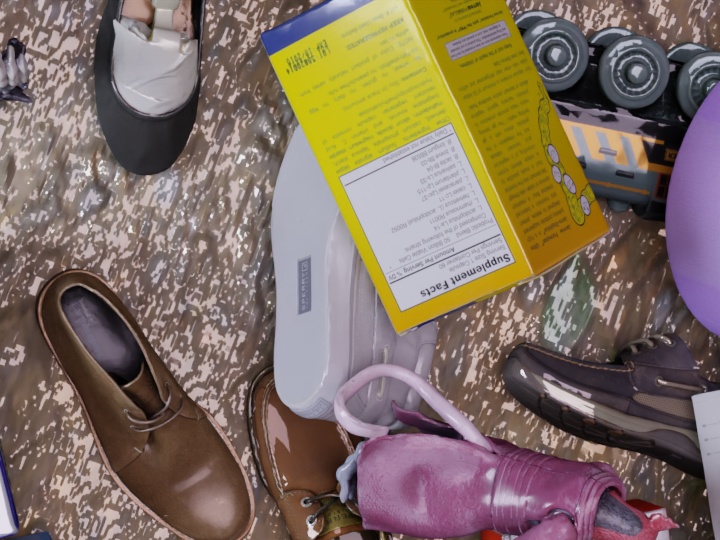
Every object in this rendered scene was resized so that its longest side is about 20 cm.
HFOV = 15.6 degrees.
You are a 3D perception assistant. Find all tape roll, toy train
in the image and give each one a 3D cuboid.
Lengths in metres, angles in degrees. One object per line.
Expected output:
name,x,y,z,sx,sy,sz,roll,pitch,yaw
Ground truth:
tape roll,0.285,-0.042,1.635,0.199,0.066,0.202,-13,112,-33
toy train,0.158,-0.095,1.650,0.199,0.085,0.115,11,98,-10

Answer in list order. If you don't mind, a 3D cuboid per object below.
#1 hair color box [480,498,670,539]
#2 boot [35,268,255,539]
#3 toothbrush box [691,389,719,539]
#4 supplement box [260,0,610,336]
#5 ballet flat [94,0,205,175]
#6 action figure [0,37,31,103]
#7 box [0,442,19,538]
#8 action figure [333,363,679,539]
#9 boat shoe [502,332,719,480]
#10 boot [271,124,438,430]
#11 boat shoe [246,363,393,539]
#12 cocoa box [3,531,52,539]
hair color box,0.147,0.254,1.658,0.110,0.064,0.202,-9,93,-11
boot,-0.131,0.089,1.601,0.073,0.075,0.201,-36,98,-10
toothbrush box,0.318,0.134,1.636,0.199,0.086,0.147,-5,83,-31
supplement box,0.046,-0.081,1.572,0.108,0.109,0.201,-23,93,35
ballet flat,-0.125,-0.159,1.601,0.067,0.068,0.202,5,90,-11
action figure,-0.241,-0.153,1.535,0.118,0.102,0.201,16,116,-3
box,-0.319,0.087,1.551,0.199,0.105,0.185,-14,93,-9
action figure,0.098,0.125,1.561,0.199,0.134,0.150,9,125,29
boat shoe,0.183,0.078,1.666,0.199,0.074,0.074,22,77,-18
boot,0.000,0.000,1.634,0.095,0.073,0.202,16,72,-40
boat shoe,-0.013,0.151,1.625,0.072,0.068,0.201,-23,93,-7
cocoa box,-0.263,0.241,1.548,0.199,0.133,0.132,-11,93,-10
